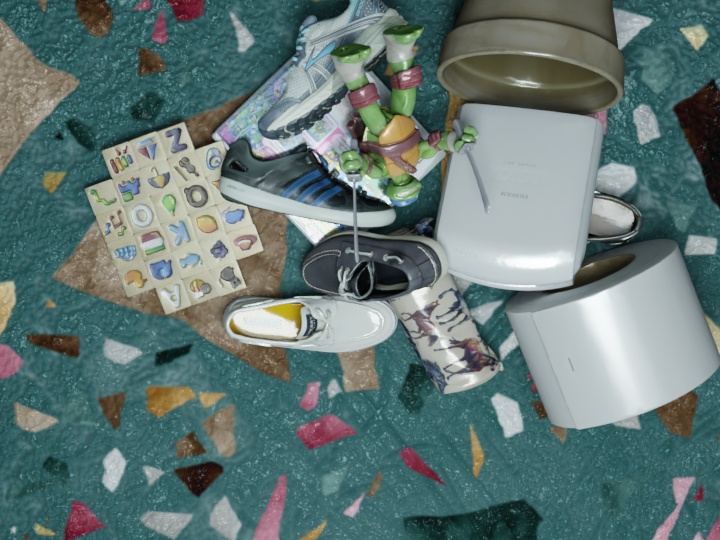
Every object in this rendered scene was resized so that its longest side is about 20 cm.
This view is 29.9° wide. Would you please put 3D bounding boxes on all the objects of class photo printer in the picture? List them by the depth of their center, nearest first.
[{"bbox_3d":[0.169,-0.077,1.465,0.166,0.069,0.201,9,71,12],"label":"photo printer"}]

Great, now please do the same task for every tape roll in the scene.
[{"bbox_3d":[0.274,0.066,1.472,0.202,0.203,0.140,-22,97,-1],"label":"tape roll"}]

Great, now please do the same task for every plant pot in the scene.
[{"bbox_3d":[0.193,-0.278,1.446,0.199,0.200,0.174,10,80,-5],"label":"plant pot"}]

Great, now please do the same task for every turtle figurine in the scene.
[{"bbox_3d":[0.048,-0.143,1.396,0.143,0.200,0.195,-10,114,11],"label":"turtle figurine"}]

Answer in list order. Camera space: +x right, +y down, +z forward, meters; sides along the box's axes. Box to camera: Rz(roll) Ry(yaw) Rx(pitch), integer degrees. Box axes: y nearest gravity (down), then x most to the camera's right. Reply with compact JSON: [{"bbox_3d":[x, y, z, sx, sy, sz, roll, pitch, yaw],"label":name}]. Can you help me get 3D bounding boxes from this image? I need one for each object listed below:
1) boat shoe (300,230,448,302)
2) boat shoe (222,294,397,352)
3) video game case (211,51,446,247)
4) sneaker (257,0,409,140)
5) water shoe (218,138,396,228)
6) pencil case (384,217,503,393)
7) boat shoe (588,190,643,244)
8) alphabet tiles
[{"bbox_3d":[0.000,0.000,1.458,0.199,0.063,0.073,-3,113,41],"label":"boat shoe"},{"bbox_3d":[-0.056,0.059,1.517,0.199,0.070,0.071,4,96,-3],"label":"boat shoe"},{"bbox_3d":[-0.035,-0.142,1.519,0.182,0.024,0.200,-43,98,3],"label":"video game case"},{"bbox_3d":[-0.045,-0.225,1.468,0.200,0.078,0.086,-43,86,-5],"label":"sneaker"},{"bbox_3d":[-0.054,-0.096,1.476,0.199,0.072,0.079,11,94,-6],"label":"water shoe"},{"bbox_3d":[0.086,0.043,1.519,0.089,0.078,0.201,-29,98,-13],"label":"pencil case"},{"bbox_3d":[0.219,-0.069,1.521,0.199,0.068,0.072,9,97,-1],"label":"boat shoe"},{"bbox_3d":[-0.209,-0.057,1.516,0.166,0.006,0.201,-19,102,3],"label":"alphabet tiles"}]
